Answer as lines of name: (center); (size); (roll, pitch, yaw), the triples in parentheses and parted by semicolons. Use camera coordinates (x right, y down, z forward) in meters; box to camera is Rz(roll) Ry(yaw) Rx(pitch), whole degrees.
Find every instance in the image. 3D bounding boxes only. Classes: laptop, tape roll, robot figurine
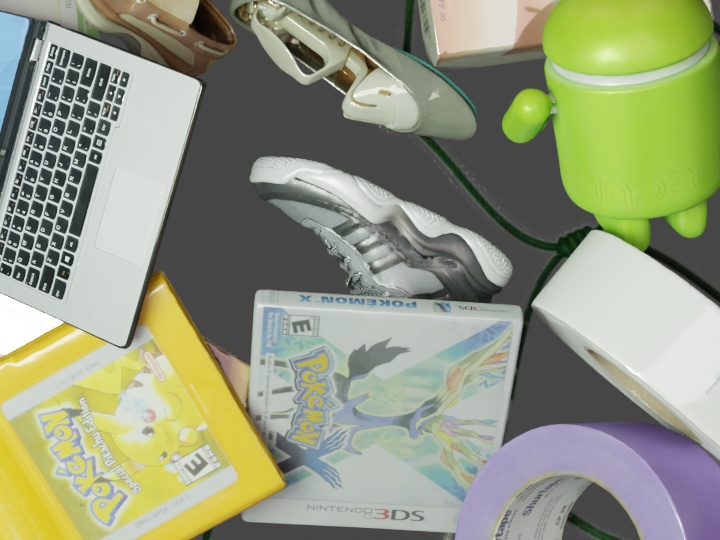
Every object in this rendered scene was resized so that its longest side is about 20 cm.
laptop: (-0.233, -0.065, 1.214); (0.200, 0.116, 0.187); (23, 104, 21)
tape roll: (0.216, 0.061, 1.306); (0.202, 0.202, 0.071); (40, 88, -2)
robot figurine: (0.187, -0.115, 1.282); (0.175, 0.116, 0.200); (-16, 120, -6)
tape roll: (0.166, 0.205, 1.303); (0.085, 0.200, 0.200); (2, 90, -47)

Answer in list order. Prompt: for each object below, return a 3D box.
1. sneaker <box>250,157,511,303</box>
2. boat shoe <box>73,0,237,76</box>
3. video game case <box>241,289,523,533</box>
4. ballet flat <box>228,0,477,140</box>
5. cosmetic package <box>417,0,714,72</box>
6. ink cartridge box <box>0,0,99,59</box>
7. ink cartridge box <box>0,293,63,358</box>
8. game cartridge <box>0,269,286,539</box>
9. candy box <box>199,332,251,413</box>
sneaker: (0.000, 0.000, 1.348); (0.200, 0.075, 0.114); (25, 86, -5)
boat shoe: (-0.145, -0.195, 1.292); (0.072, 0.200, 0.076); (-20, 66, 13)
video game case: (0.011, 0.103, 1.329); (0.182, 0.022, 0.200); (3, 125, -3)
ballet flat: (-0.010, -0.143, 1.358); (0.200, 0.067, 0.064); (37, 58, 2)
cosmetic package: (0.142, -0.207, 1.359); (0.200, 0.087, 0.103); (-9, 90, -3)
ink cartridge box: (-0.284, -0.201, 1.295); (0.200, 0.048, 0.146); (6, 51, -20)
ink cartridge box: (-0.230, -0.039, 1.338); (0.145, 0.084, 0.200); (22, 89, -3)
game cartridge: (-0.178, 0.122, 1.295); (0.200, 0.032, 0.176); (-30, 103, 0)
candy box: (-0.167, 0.130, 1.356); (0.117, 0.056, 0.200); (32, 87, -3)
